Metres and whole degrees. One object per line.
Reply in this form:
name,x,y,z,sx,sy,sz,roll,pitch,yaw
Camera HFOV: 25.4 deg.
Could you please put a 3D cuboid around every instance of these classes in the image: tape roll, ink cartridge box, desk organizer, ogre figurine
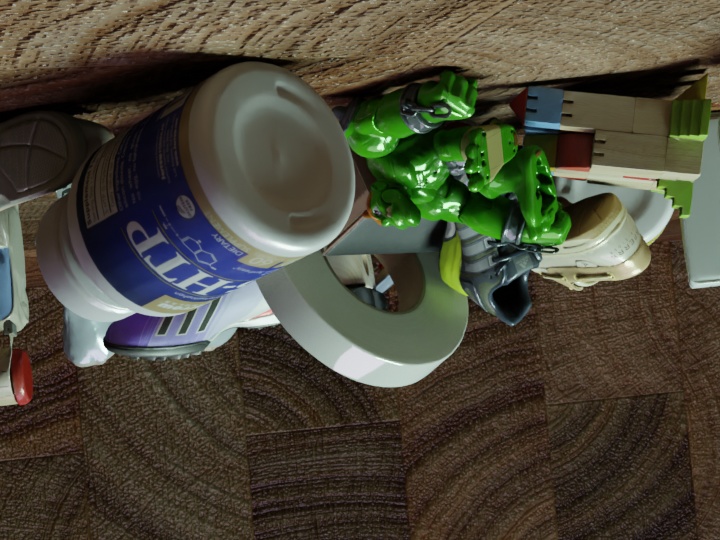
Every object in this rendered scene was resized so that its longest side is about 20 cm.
tape roll,0.000,0.000,1.303,0.202,0.203,0.037,-2,149,-44
ink cartridge box,0.330,-0.061,1.450,0.084,0.147,0.200,-7,178,11
desk organizer,0.047,-0.065,1.315,0.200,0.077,0.072,-2,150,-45
ogre figurine,0.062,-0.074,1.122,0.120,0.098,0.200,5,176,35

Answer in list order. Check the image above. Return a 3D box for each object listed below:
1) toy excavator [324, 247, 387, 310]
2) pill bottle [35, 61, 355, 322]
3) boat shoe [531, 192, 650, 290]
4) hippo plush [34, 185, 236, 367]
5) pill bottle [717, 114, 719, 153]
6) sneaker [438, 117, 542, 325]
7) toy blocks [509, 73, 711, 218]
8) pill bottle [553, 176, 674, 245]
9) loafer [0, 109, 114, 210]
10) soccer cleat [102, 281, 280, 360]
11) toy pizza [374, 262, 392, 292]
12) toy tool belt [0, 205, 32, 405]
toy excavator,-0.078,0.012,1.464,0.199,0.100,0.194,-11,173,9
pill bottle,-0.110,-0.038,0.989,0.119,0.120,0.200,-2,164,-44
boat shoe,0.174,-0.016,1.313,0.074,0.069,0.200,-45,-169,-10
hippo plush,-0.178,-0.010,1.409,0.160,0.160,0.200,4,138,4
pill bottle,0.295,-0.098,1.012,0.104,0.105,0.200,-5,177,2
sneaker,0.107,-0.037,1.248,0.074,0.081,0.200,-33,144,-17
toy blocks,0.178,-0.095,1.181,0.136,0.100,0.200,6,179,7
pill bottle,0.231,-0.068,1.465,0.111,0.112,0.200,-5,178,9
loafer,-0.258,-0.066,1.090,0.199,0.072,0.063,-10,-177,26
soccer cleat,-0.122,0.019,1.288,0.200,0.073,0.068,-16,-155,-38
toy pizza,0.080,-0.051,1.526,0.200,0.032,0.200,-41,178,-1
toy tool belt,-0.339,0.018,1.311,0.122,0.201,0.125,-7,169,-2
